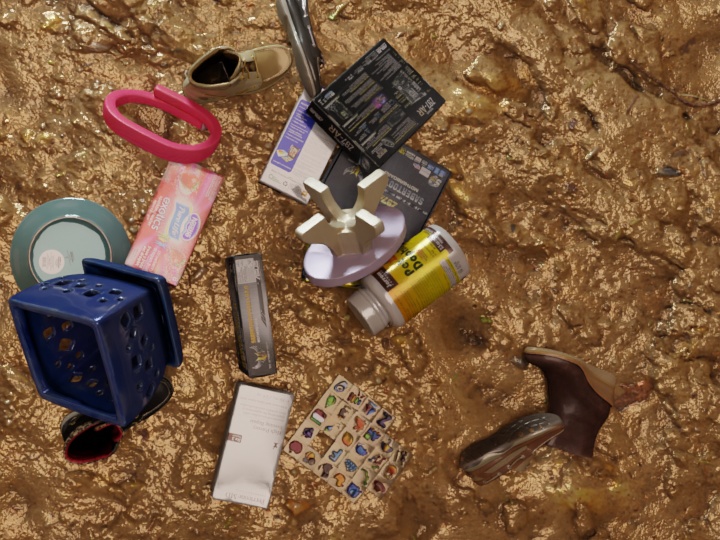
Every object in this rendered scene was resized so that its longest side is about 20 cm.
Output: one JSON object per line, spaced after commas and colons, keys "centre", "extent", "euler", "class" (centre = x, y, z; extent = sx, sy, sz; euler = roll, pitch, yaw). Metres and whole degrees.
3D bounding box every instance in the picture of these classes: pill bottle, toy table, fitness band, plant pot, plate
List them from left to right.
{"centre": [-0.486, -0.023, 1.663], "extent": [0.200, 0.026, 0.201], "euler": [0, 91, -12], "class": "plate"}
{"centre": [-0.401, 0.098, 1.560], "extent": [0.180, 0.200, 0.200], "euler": [-44, 136, -45], "class": "plant pot"}
{"centre": [-0.328, -0.244, 1.639], "extent": [0.200, 0.037, 0.144], "euler": [27, 40, 6], "class": "fitness band"}
{"centre": [-0.018, -0.075, 1.632], "extent": [0.200, 0.184, 0.117], "euler": [-48, 143, -29], "class": "toy table"}
{"centre": [0.078, 0.019, 1.668], "extent": [0.200, 0.109, 0.109], "euler": [-37, 97, -9], "class": "pill bottle"}

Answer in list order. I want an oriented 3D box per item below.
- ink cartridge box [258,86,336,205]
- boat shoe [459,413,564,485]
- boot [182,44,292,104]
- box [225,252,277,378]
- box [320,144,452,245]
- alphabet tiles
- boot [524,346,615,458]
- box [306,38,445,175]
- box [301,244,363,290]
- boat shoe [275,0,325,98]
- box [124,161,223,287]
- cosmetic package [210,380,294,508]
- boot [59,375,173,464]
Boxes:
{"centre": [-0.094, -0.223, 1.737], "extent": [0.095, 0.037, 0.200], "euler": [26, 87, -9], "class": "ink cartridge box"}
{"centre": [0.278, 0.322, 1.784], "extent": [0.200, 0.076, 0.072], "euler": [-28, 105, 11], "class": "boat shoe"}
{"centre": [-0.198, -0.339, 1.655], "extent": [0.200, 0.155, 0.073], "euler": [-19, 93, -12], "class": "boot"}
{"centre": [-0.185, 0.072, 1.655], "extent": [0.048, 0.158, 0.200], "euler": [-7, 92, -13], "class": "box"}
{"centre": [0.040, -0.153, 1.755], "extent": [0.200, 0.051, 0.158], "euler": [29, 85, -9], "class": "box"}
{"centre": [-0.011, 0.310, 1.767], "extent": [0.200, 0.008, 0.167], "euler": [39, 82, -9], "class": "alphabet tiles"}
{"centre": [0.367, 0.240, 1.809], "extent": [0.200, 0.072, 0.167], "euler": [23, 84, -14], "class": "boot"}
{"centre": [0.029, -0.285, 1.718], "extent": [0.160, 0.044, 0.200], "euler": [44, 63, -2], "class": "box"}
{"centre": [0.000, 0.000, 1.741], "extent": [0.200, 0.064, 0.070], "euler": [9, 89, -12], "class": "box"}
{"centre": [-0.091, -0.395, 1.708], "extent": [0.057, 0.067, 0.200], "euler": [-16, 77, -14], "class": "boat shoe"}
{"centre": [-0.312, -0.080, 1.655], "extent": [0.095, 0.103, 0.200], "euler": [24, 82, -10], "class": "box"}
{"centre": [-0.186, 0.297, 1.698], "extent": [0.101, 0.074, 0.200], "euler": [13, 86, -11], "class": "cosmetic package"}
{"centre": [-0.396, 0.243, 1.612], "extent": [0.200, 0.151, 0.073], "euler": [-22, 102, -9], "class": "boot"}
